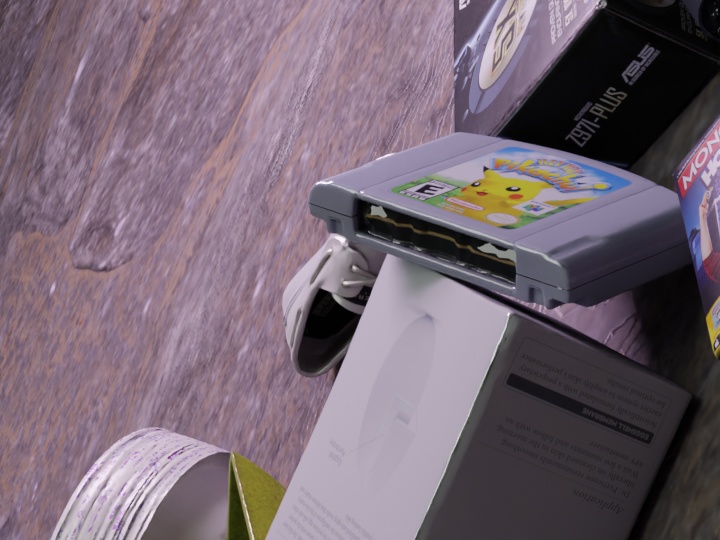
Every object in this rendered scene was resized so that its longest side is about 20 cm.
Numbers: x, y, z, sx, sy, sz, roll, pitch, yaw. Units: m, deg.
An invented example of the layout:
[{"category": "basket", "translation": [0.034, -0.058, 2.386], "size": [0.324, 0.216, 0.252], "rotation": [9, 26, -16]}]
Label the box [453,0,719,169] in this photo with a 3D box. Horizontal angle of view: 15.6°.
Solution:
[{"category": "box", "translation": [0.133, -0.157, 1.607], "size": [0.164, 0.086, 0.201], "rotation": [-50, 27, 40]}]

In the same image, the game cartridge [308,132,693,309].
[{"category": "game cartridge", "translation": [0.085, -0.032, 1.471], "size": [0.200, 0.133, 0.041], "rotation": [20, 116, 41]}]

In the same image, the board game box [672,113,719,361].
[{"category": "board game box", "translation": [0.239, -0.077, 1.298], "size": [0.200, 0.062, 0.200], "rotation": [-53, 23, 32]}]

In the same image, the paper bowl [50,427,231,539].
[{"category": "paper bowl", "translation": [-0.125, 0.213, 1.755], "size": [0.201, 0.104, 0.201], "rotation": [-44, -38, -49]}]

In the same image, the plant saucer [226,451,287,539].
[{"category": "plant saucer", "translation": [-0.048, 0.243, 1.615], "size": [0.200, 0.048, 0.200], "rotation": [-111, 21, -61]}]

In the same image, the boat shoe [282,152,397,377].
[{"category": "boat shoe", "translation": [0.000, 0.000, 1.797], "size": [0.200, 0.072, 0.066], "rotation": [-49, 31, 42]}]

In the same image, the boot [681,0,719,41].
[{"category": "boot", "translation": [0.234, -0.230, 1.459], "size": [0.200, 0.076, 0.168], "rotation": [-40, 45, 3]}]

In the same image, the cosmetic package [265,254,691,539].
[{"category": "cosmetic package", "translation": [0.058, 0.116, 1.456], "size": [0.201, 0.123, 0.199], "rotation": [-65, 21, 3]}]
